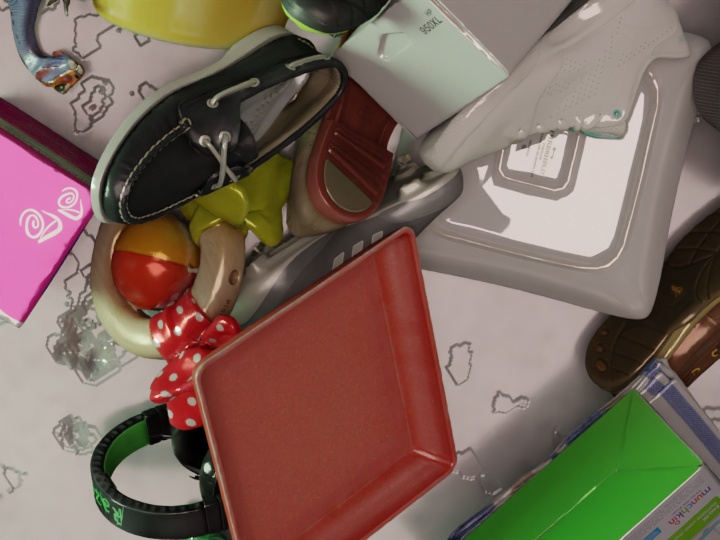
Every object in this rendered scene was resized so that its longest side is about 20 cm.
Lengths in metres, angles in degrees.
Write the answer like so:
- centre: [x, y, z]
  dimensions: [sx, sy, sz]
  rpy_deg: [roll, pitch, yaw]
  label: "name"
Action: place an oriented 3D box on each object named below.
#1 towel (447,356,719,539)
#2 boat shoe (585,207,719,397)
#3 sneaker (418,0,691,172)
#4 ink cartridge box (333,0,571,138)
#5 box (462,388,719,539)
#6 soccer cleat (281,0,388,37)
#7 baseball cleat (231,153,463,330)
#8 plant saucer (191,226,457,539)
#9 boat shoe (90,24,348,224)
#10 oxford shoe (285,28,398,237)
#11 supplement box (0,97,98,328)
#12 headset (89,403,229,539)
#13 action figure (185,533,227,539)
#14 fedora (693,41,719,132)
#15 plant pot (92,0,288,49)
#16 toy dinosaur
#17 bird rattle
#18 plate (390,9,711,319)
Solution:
- centre: [0.167, 0.162, 1.637]
  dimensions: [0.200, 0.024, 0.147]
  rpy_deg: [-41, 131, 3]
  label: "towel"
- centre: [0.247, 0.020, 1.637]
  dimensions: [0.200, 0.072, 0.068]
  rpy_deg: [-44, 129, 7]
  label: "boat shoe"
- centre: [0.134, -0.114, 1.549]
  dimensions: [0.200, 0.075, 0.089]
  rpy_deg: [-38, 98, -9]
  label: "sneaker"
- centre: [0.091, -0.195, 1.523]
  dimensions: [0.084, 0.145, 0.200]
  rpy_deg: [44, 64, -8]
  label: "ink cartridge box"
- centre: [0.175, 0.214, 1.597]
  dimensions: [0.200, 0.097, 0.176]
  rpy_deg: [-42, 132, 3]
  label: "box"
- centre: [0.010, -0.219, 1.480]
  dimensions: [0.067, 0.200, 0.081]
  rpy_deg: [29, 135, 9]
  label: "soccer cleat"
- centre: [0.000, 0.000, 1.611]
  dimensions: [0.200, 0.070, 0.107]
  rpy_deg: [-27, 106, 22]
  label: "baseball cleat"
- centre: [-0.028, 0.095, 1.549]
  dimensions: [0.200, 0.037, 0.200]
  rpy_deg: [-35, 127, -35]
  label: "plant saucer"
- centre: [-0.086, -0.088, 1.473]
  dimensions: [0.060, 0.076, 0.200]
  rpy_deg: [25, 53, 28]
  label: "boat shoe"
- centre: [-0.008, -0.111, 1.583]
  dimensions: [0.070, 0.075, 0.200]
  rpy_deg: [35, 56, -19]
  label: "oxford shoe"
- centre: [-0.231, -0.042, 1.533]
  dimensions: [0.103, 0.200, 0.101]
  rpy_deg: [33, 94, -6]
  label: "supplement box"
- centre: [-0.085, 0.136, 1.612]
  dimensions: [0.199, 0.124, 0.094]
  rpy_deg: [-18, 125, -18]
  label: "headset"
- centre: [-0.093, 0.264, 1.650]
  dimensions: [0.118, 0.055, 0.201]
  rpy_deg: [-12, 90, 0]
  label: "action figure"
- centre: [0.296, -0.125, 1.591]
  dimensions: [0.199, 0.090, 0.178]
  rpy_deg: [-12, 102, -30]
  label: "fedora"
- centre: [-0.099, -0.252, 1.529]
  dimensions: [0.200, 0.201, 0.189]
  rpy_deg: [10, 111, -4]
  label: "plant pot"
- centre: [-0.210, -0.214, 1.564]
  dimensions: [0.105, 0.182, 0.200]
  rpy_deg: [15, 57, 13]
  label: "toy dinosaur"
- centre: [-0.116, 0.005, 1.585]
  dimensions: [0.112, 0.163, 0.201]
  rpy_deg: [0, 97, -47]
  label: "bird rattle"
- centre: [0.123, -0.083, 1.613]
  dimensions: [0.199, 0.032, 0.200]
  rpy_deg: [13, 95, 8]
  label: "plate"
